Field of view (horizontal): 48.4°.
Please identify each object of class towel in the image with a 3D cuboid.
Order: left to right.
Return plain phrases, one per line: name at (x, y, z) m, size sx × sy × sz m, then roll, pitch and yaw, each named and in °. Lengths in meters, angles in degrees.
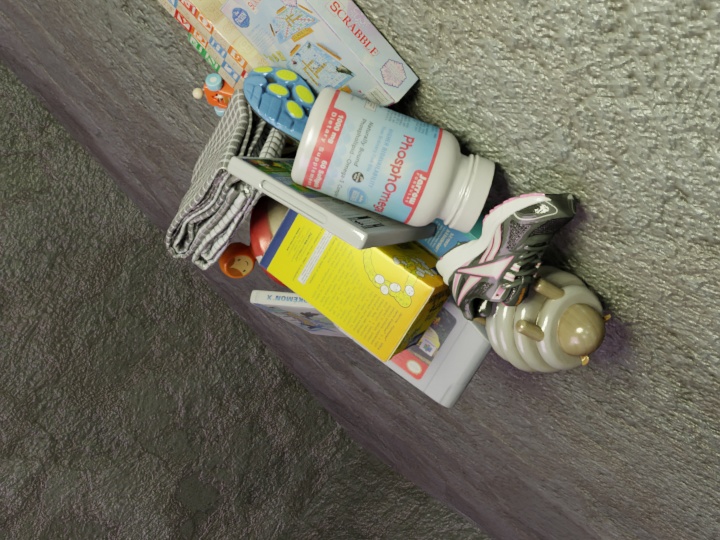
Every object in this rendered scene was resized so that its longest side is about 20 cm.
towel at (-0.174, -0.120, 1.041) m, size 0.085 × 0.166 × 0.200 m, roll 28°, pitch 134°, yaw -16°

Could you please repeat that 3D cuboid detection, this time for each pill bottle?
pill bottle at (0.035, -0.112, 0.856) m, size 0.200 × 0.109 × 0.109 m, roll 19°, pitch 165°, yaw -3°

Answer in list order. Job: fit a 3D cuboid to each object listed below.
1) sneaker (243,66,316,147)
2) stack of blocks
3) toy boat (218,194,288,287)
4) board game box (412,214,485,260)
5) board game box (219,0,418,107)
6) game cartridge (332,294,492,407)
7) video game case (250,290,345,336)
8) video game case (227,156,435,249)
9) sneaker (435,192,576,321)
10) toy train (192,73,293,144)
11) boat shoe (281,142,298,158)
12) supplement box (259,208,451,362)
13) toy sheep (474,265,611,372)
sneaker at (-0.059, -0.164, 0.952) m, size 0.199 × 0.071 × 0.083 m, roll 37°, pitch 160°, yaw -3°
stack of blocks at (-0.184, -0.319, 1.022) m, size 0.200 × 0.059 × 0.115 m, roll 46°, pitch 165°, yaw -10°
toy boat at (-0.141, -0.031, 1.148) m, size 0.131 × 0.131 × 0.200 m, roll 64°, pitch 174°, yaw -12°
board game box at (0.076, -0.047, 1.030) m, size 0.200 × 0.045 × 0.152 m, roll 41°, pitch 140°, yaw 10°
board game box at (-0.053, -0.256, 0.896) m, size 0.200 × 0.041 × 0.200 m, roll 46°, pitch 164°, yaw -17°
game cartridge at (0.069, 0.070, 1.035) m, size 0.200 × 0.133 × 0.041 m, roll 35°, pitch -157°, yaw 14°
video game case at (-0.040, 0.073, 1.222) m, size 0.182 × 0.022 × 0.200 m, roll 3°, pitch 163°, yaw 27°
video game case at (-0.026, -0.081, 0.918) m, size 0.182 × 0.022 × 0.200 m, roll 31°, pitch -161°, yaw 20°
sneaker at (0.162, -0.009, 0.844) m, size 0.200 × 0.080 × 0.087 m, roll -48°, pitch 54°, yaw 55°
toy train at (-0.151, -0.217, 1.171) m, size 0.150 × 0.056 × 0.200 m, roll 16°, pitch 155°, yaw 15°
boat shoe at (-0.073, -0.137, 1.111) m, size 0.202 × 0.075 × 0.075 m, roll -3°, pitch 145°, yaw 43°
supplement box at (0.000, 0.000, 0.969) m, size 0.200 × 0.110 × 0.109 m, roll 37°, pitch -161°, yaw 15°
toy sheep at (0.203, 0.054, 0.931) m, size 0.138 × 0.138 × 0.200 m, roll 51°, pitch 166°, yaw -28°
